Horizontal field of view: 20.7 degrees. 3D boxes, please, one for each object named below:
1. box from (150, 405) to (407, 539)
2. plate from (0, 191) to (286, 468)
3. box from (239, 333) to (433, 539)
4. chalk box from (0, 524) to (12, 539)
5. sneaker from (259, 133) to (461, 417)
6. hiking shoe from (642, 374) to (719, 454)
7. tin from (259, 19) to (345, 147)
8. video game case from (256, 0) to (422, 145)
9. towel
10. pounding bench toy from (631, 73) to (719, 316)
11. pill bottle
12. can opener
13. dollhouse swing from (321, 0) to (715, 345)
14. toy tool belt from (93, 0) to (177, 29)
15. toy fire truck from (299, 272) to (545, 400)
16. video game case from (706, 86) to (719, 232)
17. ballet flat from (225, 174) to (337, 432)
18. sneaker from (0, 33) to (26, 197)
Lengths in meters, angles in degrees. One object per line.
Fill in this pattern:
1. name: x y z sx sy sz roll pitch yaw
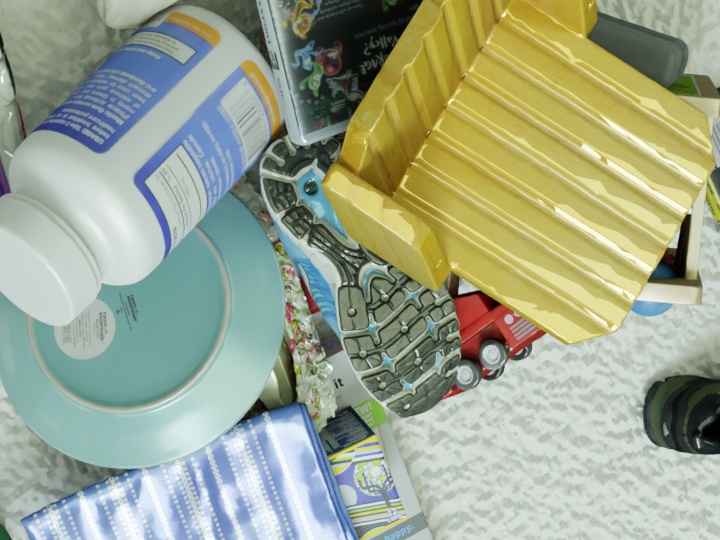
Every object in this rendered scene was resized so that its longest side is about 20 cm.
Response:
1. box: -0.075 0.170 1.330 0.199 0.064 0.071 -24 109 -10
2. plate: -0.147 0.026 1.269 0.198 0.026 0.202 -2 76 9
3. box: -0.041 0.165 1.397 0.155 0.041 0.201 -25 108 -12
4. chalk box: -0.282 0.236 1.279 0.124 0.124 0.202 1 102 -21
5. sneaker: 0.000 0.000 1.280 0.078 0.090 0.201 -28 96 -8
6. hiking shoe: 0.317 0.105 1.480 0.198 0.101 0.076 -15 108 -16
7. tin: -0.013 -0.153 1.309 0.111 0.042 0.202 -10 122 -25
8. video game case: 0.025 -0.195 1.227 0.199 0.023 0.183 -21 109 -23
9. towel: -0.102 0.184 1.278 0.199 0.024 0.146 -23 108 -10
10. pounding bench toy: 0.138 -0.057 1.361 0.198 0.124 0.158 5 103 5
11. pill bottle: -0.145 -0.063 1.218 0.200 0.112 0.112 -48 115 -28
12. can opener: 0.125 -0.177 1.317 0.199 0.053 0.067 26 110 14
13. dollhouse swing: 0.109 -0.074 1.176 0.175 0.182 0.201 31 83 13
14. toy tool belt: -0.106 -0.251 1.228 0.199 0.125 0.123 -32 109 7
15. toy fire truck: 0.059 0.005 1.312 0.200 0.049 0.142 -38 79 25
16. video game case: 0.349 -0.086 1.489 0.199 0.025 0.182 -33 111 -11
17. ballet flat: -0.072 0.020 1.308 0.075 0.064 0.201 -24 93 28
18. sneaker: -0.255 -0.101 1.238 0.083 0.081 0.202 -13 107 -11
